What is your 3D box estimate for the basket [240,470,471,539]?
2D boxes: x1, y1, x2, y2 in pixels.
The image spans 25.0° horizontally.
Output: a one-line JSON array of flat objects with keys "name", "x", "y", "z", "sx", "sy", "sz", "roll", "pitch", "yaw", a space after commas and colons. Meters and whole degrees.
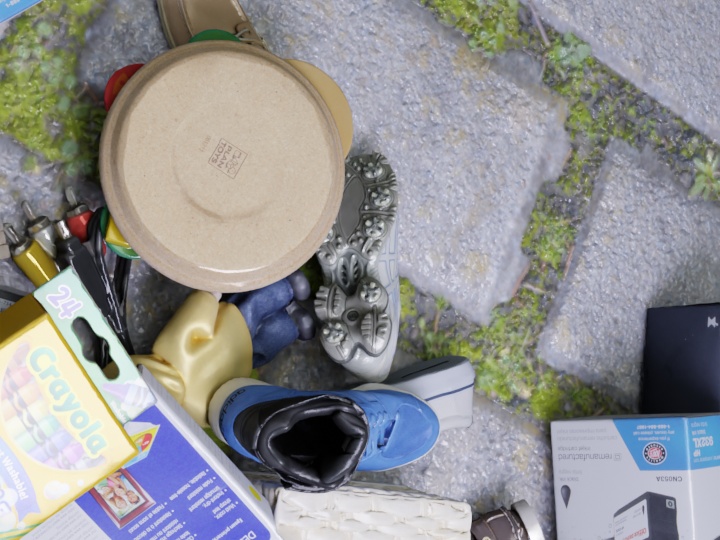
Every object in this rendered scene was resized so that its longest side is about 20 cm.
[{"name": "basket", "x": -0.021, "y": 0.236, "z": 1.297, "sx": 0.198, "sy": 0.123, "sz": 0.137, "roll": 9, "pitch": 83, "yaw": -29}]

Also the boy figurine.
[{"name": "boy figurine", "x": -0.121, "y": 0.071, "z": 1.265, "sx": 0.199, "sy": 0.064, "sz": 0.125, "roll": -34, "pitch": 130, "yaw": -33}]

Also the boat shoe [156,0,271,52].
[{"name": "boat shoe", "x": -0.098, "y": -0.167, "z": 1.309, "sx": 0.071, "sy": 0.064, "sz": 0.201, "roll": -33, "pitch": 104, "yaw": -27}]

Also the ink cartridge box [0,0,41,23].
[{"name": "ink cartridge box", "x": -0.277, "y": -0.295, "z": 1.201, "sx": 0.146, "sy": 0.084, "sz": 0.201, "roll": -36, "pitch": 105, "yaw": -26}]

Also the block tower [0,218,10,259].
[{"name": "block tower", "x": -0.310, "y": -0.101, "z": 1.188, "sx": 0.054, "sy": 0.058, "sz": 0.202, "roll": -15, "pitch": 93, "yaw": -30}]

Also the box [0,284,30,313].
[{"name": "box", "x": -0.334, "y": 0.058, "z": 1.132, "sx": 0.199, "sy": 0.114, "sz": 0.133, "roll": 19, "pitch": 77, "yaw": -29}]

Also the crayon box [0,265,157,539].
[{"name": "crayon box", "x": -0.238, "y": 0.107, "z": 1.077, "sx": 0.199, "sy": 0.052, "sz": 0.126, "roll": -36, "pitch": 117, "yaw": -12}]

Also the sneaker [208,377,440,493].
[{"name": "sneaker", "x": -0.007, "y": 0.129, "z": 1.238, "sx": 0.198, "sy": 0.111, "sz": 0.077, "roll": 12, "pitch": 97, "yaw": -30}]

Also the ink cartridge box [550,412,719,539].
[{"name": "ink cartridge box", "x": 0.252, "y": 0.229, "z": 1.429, "sx": 0.083, "sy": 0.144, "sz": 0.202, "roll": 1, "pitch": 84, "yaw": -50}]

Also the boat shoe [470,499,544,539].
[{"name": "boat shoe", "x": 0.143, "y": 0.303, "z": 1.422, "sx": 0.059, "sy": 0.072, "sz": 0.202, "roll": -16, "pitch": 102, "yaw": -10}]

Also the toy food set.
[{"name": "toy food set", "x": -0.107, "y": -0.083, "z": 1.241, "sx": 0.196, "sy": 0.049, "sz": 0.202, "roll": 16, "pitch": 80, "yaw": -15}]

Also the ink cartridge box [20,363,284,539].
[{"name": "ink cartridge box", "x": -0.171, "y": 0.203, "z": 1.197, "sx": 0.197, "sy": 0.047, "sz": 0.200, "roll": -38, "pitch": 106, "yaw": 7}]

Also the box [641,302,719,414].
[{"name": "box", "x": 0.375, "y": 0.139, "z": 1.536, "sx": 0.198, "sy": 0.117, "sz": 0.199, "roll": 8, "pitch": 83, "yaw": -30}]

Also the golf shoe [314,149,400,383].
[{"name": "golf shoe", "x": 0.000, "y": 0.000, "z": 1.357, "sx": 0.097, "sy": 0.077, "sz": 0.202, "roll": 65, "pitch": 25, "yaw": -58}]

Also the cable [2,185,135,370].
[{"name": "cable", "x": -0.204, "y": 0.031, "z": 1.262, "sx": 0.097, "sy": 0.050, "sz": 0.202, "roll": -34, "pitch": 117, "yaw": -37}]

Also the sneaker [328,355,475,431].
[{"name": "sneaker", "x": 0.017, "y": 0.129, "z": 1.355, "sx": 0.198, "sy": 0.073, "sz": 0.072, "roll": -15, "pitch": 98, "yaw": -27}]
